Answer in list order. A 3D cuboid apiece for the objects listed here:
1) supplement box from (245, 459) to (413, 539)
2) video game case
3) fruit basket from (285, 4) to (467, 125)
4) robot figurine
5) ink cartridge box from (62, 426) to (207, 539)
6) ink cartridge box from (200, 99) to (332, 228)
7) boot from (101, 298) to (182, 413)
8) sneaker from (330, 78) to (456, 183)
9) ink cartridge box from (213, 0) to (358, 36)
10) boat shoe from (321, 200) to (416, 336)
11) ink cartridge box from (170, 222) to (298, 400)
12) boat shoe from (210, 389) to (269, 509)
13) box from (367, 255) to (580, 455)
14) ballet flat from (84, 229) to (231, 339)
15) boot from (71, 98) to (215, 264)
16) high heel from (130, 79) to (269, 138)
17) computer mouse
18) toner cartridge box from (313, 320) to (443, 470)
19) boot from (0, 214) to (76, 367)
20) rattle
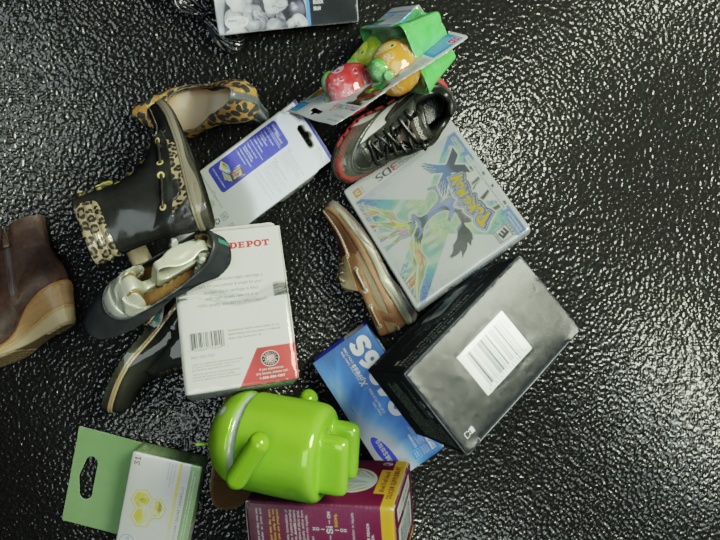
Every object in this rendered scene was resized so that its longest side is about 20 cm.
[{"bbox_3d":[-0.035,0.322,0.840,0.193,0.131,0.107,-3,99,13],"label":"supplement box"},{"bbox_3d":[0.097,-0.080,0.857,0.180,0.022,0.203,-34,69,3],"label":"video game case"},{"bbox_3d":[0.010,-0.249,0.795,0.197,0.185,0.096,-30,117,-12],"label":"fruit basket"},{"bbox_3d":[-0.100,0.215,0.789,0.194,0.175,0.120,6,103,17],"label":"robot figurine"},{"bbox_3d":[-0.328,0.320,0.911,0.194,0.048,0.150,13,94,-2],"label":"ink cartridge box"},{"bbox_3d":[-0.140,-0.135,0.888,0.197,0.039,0.101,-34,91,4],"label":"ink cartridge box"},{"bbox_3d":[-0.255,0.138,0.889,0.137,0.077,0.203,33,94,-5],"label":"boot"},{"bbox_3d":[0.046,-0.182,0.841,0.198,0.098,0.072,-36,117,-2],"label":"sneaker"},{"bbox_3d":[-0.103,-0.420,0.824,0.192,0.044,0.206,-9,112,-9],"label":"ink cartridge box"},{"bbox_3d":[0.000,0.000,0.875,0.071,0.076,0.203,-33,90,5],"label":"boat shoe"},{"bbox_3d":[-0.165,0.054,0.837,0.142,0.083,0.207,-6,76,-12],"label":"ink cartridge box"},{"bbox_3d":[-0.171,0.232,0.902,0.071,0.062,0.206,12,96,-26],"label":"boat shoe"},{"bbox_3d":[0.129,0.102,0.792,0.196,0.200,0.118,-42,91,-14],"label":"box"},{"bbox_3d":[-0.246,0.011,0.758,0.196,0.073,0.075,-30,92,-9],"label":"ballet flat"},{"bbox_3d":[-0.269,-0.108,0.770,0.147,0.074,0.204,-23,65,-8],"label":"boot"},{"bbox_3d":[-0.223,-0.218,0.833,0.193,0.143,0.074,0,93,1],"label":"high heel"},{"bbox_3d":[-0.165,-0.417,0.867,0.138,0.053,0.201,38,100,-17],"label":"computer mouse"},{"bbox_3d":[0.025,0.184,0.897,0.094,0.043,0.203,-33,92,4],"label":"toner cartridge box"},{"bbox_3d":[-0.501,0.035,0.902,0.196,0.072,0.170,-26,80,4],"label":"boot"},{"bbox_3d":[-0.262,-0.041,0.857,0.140,0.132,0.202,-22,62,-33],"label":"rattle"}]
